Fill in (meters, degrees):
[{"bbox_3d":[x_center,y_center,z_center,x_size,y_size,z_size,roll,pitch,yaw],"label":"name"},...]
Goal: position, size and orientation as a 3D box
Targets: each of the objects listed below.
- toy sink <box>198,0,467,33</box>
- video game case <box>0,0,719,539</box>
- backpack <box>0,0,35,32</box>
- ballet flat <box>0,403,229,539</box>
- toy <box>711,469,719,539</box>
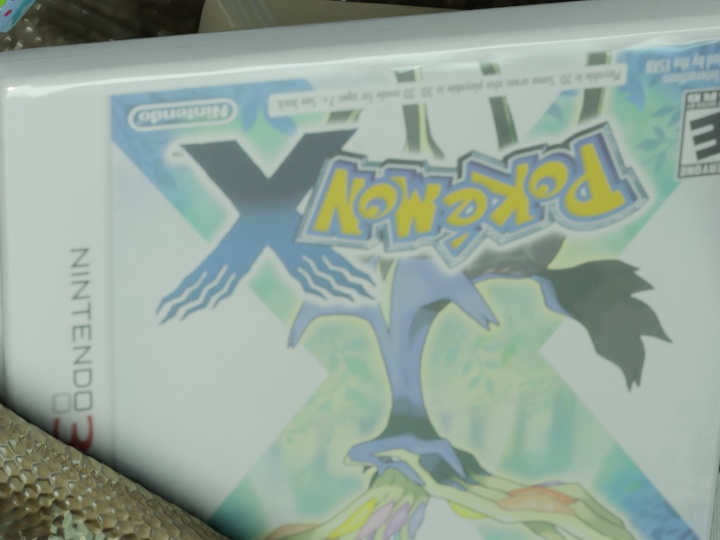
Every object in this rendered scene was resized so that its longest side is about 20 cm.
[{"bbox_3d":[0.000,0.000,0.791,0.199,0.112,0.131,1,119,-19],"label":"toy sink"},{"bbox_3d":[0.004,0.020,0.723,0.199,0.022,0.183,-6,122,-14],"label":"video game case"},{"bbox_3d":[-0.118,-0.159,0.615,0.147,0.183,0.200,-43,135,6],"label":"backpack"},{"bbox_3d":[-0.082,0.060,0.687,0.199,0.047,0.067,32,137,-17],"label":"ballet flat"},{"bbox_3d":[0.065,0.157,0.900,0.047,0.200,0.116,13,125,24],"label":"toy"}]
